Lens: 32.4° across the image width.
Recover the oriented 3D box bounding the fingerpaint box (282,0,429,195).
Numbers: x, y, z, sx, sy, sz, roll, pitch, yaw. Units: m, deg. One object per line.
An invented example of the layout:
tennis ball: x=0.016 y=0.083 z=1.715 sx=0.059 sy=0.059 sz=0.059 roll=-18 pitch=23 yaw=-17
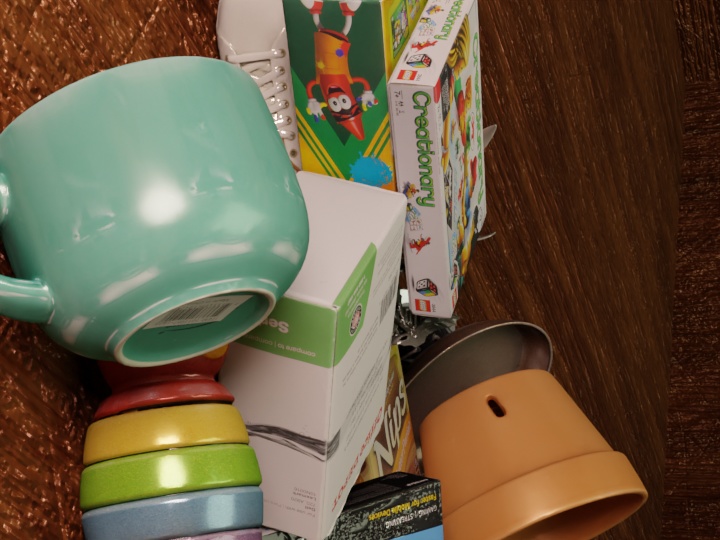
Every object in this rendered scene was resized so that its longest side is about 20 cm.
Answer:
fingerpaint box: x=0.013 y=-0.159 z=0.896 sx=0.200 sy=0.073 sz=0.167 roll=-65 pitch=155 yaw=-50

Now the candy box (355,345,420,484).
candy box: x=0.006 y=0.160 z=1.076 sx=0.115 sy=0.055 sz=0.201 roll=-55 pitch=139 yaw=-60

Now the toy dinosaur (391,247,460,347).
toy dinosaur: x=0.000 y=0.000 z=0.985 sx=0.136 sy=0.200 sz=0.102 roll=62 pitch=-6 yaw=-8

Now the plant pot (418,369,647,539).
plant pot: x=0.141 y=0.182 z=1.129 sx=0.200 sy=0.200 sz=0.140 roll=38 pitch=27 yaw=-63

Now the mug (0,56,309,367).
mug: x=-0.118 y=-0.014 z=0.639 sx=0.152 sy=0.184 sz=0.115 roll=71 pitch=-4 yaw=-72

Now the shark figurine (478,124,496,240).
shark figurine: x=0.101 y=-0.058 z=1.297 sx=0.215 sy=0.089 sz=0.129 roll=-58 pitch=142 yaw=-51

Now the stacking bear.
stacking bear: x=-0.110 y=0.104 z=0.722 sx=0.121 sy=0.113 sz=0.201 roll=10 pitch=68 yaw=-54

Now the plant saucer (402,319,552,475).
plant saucer: x=0.096 y=0.118 z=1.193 sx=0.032 sy=0.200 sz=0.200 roll=51 pitch=-4 yaw=38

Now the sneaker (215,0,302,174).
sneaker: x=-0.061 y=-0.109 z=0.892 sx=0.085 sy=0.073 sz=0.201 roll=-76 pitch=157 yaw=-58

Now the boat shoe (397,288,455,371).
boat shoe: x=0.045 y=0.063 z=1.175 sx=0.200 sy=0.071 sz=0.068 roll=43 pitch=48 yaw=-69

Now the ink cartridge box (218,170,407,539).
ink cartridge box: x=-0.034 y=0.058 z=0.839 sx=0.146 sy=0.084 sz=0.201 roll=-58 pitch=158 yaw=-53

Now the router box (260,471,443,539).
router box: x=-0.021 y=0.242 z=0.904 sx=0.200 sy=0.051 sz=0.150 roll=-9 pitch=98 yaw=-42

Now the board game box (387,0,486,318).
board game box: x=0.058 y=-0.082 z=0.883 sx=0.126 sy=0.034 sz=0.200 roll=-67 pitch=157 yaw=-45
